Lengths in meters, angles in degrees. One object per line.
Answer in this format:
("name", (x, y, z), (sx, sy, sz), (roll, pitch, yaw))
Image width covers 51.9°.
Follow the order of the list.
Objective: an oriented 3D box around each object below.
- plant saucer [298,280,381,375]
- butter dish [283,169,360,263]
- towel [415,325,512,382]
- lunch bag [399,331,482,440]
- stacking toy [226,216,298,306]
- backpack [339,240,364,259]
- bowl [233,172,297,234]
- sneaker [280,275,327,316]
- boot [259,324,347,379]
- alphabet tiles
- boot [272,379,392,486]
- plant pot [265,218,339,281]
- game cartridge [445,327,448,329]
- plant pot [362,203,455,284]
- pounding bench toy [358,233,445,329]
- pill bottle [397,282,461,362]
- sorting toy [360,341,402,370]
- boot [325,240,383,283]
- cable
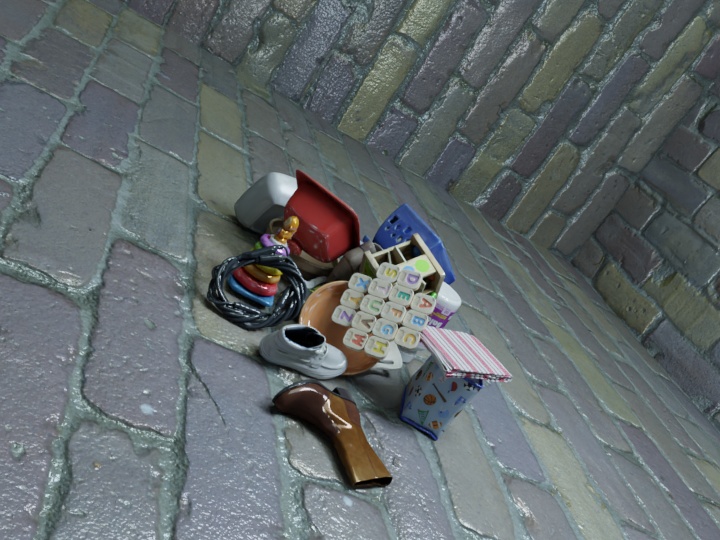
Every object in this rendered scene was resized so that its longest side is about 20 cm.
("plant saucer", (-0.035, 0.122, 1.560), (0.200, 0.200, 0.037), (34, -23, -3))
("butter dish", (-0.108, -0.094, 1.692), (0.200, 0.148, 0.200), (39, -20, 19))
("towel", (0.206, 0.173, 1.517), (0.200, 0.030, 0.146), (13, 26, -40))
("lunch bag", (0.179, 0.238, 1.600), (0.124, 0.170, 0.200), (34, 20, -8))
("stacking toy", (-0.191, -0.034, 1.581), (0.110, 0.200, 0.116), (30, 18, -16))
("backpack", (-0.017, -0.005, 1.921), (0.167, 0.127, 0.200), (29, 23, -25))
("bowl", (-0.202, -0.148, 1.883), (0.200, 0.200, 0.075), (21, 49, -35))
("sneaker", (-0.112, 0.068, 1.698), (0.085, 0.074, 0.200), (60, 24, 11))
("boot", (-0.090, 0.156, 1.434), (0.199, 0.095, 0.074), (15, 59, -33))
("alphabet tiles", (0.045, 0.079, 1.513), (0.195, 0.200, 0.015), (19, -21, 24))
("boot", (-0.051, 0.293, 1.291), (0.188, 0.068, 0.200), (26, 27, -47))
("plant pot", (-0.156, -0.031, 1.801), (0.200, 0.093, 0.201), (30, 20, -12))
("game cartridge", (0.185, 0.169, 1.990), (0.200, 0.038, 0.130), (29, 16, -16))
("plant pot", (0.126, -0.034, 2.079), (0.200, 0.180, 0.200), (53, -6, 40))
("pounding bench toy", (0.112, 0.045, 1.626), (0.156, 0.124, 0.200), (-20, 61, -22))
("pill bottle", (0.142, 0.120, 1.773), (0.112, 0.200, 0.112), (30, 19, -12))
("sorting toy", (0.014, 0.150, 1.663), (0.200, 0.107, 0.180), (12, 37, -48))
("boot", (0.000, 0.000, 1.738), (0.070, 0.146, 0.200), (52, 5, 15))
("cable", (-0.212, 0.040, 1.500), (0.199, 0.051, 0.164), (-17, 86, -24))
